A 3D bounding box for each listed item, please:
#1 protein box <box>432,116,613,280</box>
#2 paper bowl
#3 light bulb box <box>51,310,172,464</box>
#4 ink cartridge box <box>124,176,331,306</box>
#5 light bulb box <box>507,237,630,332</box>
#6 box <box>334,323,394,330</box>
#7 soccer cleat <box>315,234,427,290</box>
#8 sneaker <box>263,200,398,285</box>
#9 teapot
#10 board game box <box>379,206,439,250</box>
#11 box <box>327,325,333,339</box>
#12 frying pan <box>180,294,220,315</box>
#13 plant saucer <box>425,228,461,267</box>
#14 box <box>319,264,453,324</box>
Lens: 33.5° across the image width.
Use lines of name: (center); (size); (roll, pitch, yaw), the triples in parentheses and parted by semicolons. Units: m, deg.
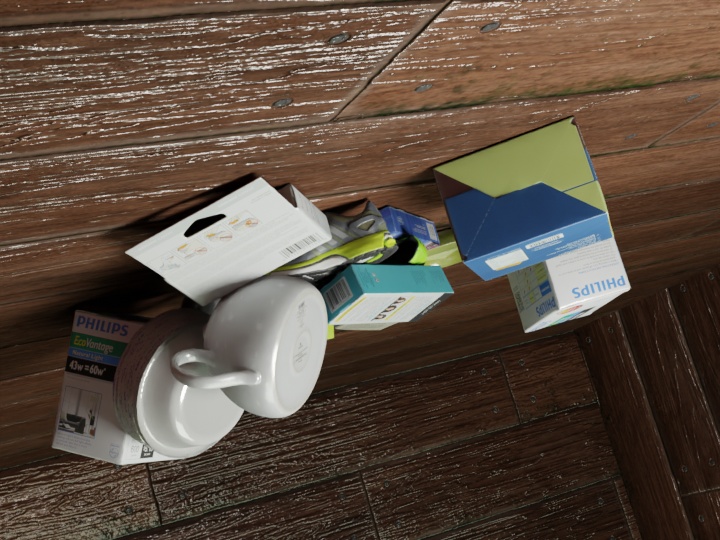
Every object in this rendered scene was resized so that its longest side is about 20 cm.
protein box: (0.225, -0.090, 1.618); (0.197, 0.136, 0.200); (-19, 169, 11)
paper bowl: (-0.233, 0.160, 1.649); (0.200, 0.202, 0.104); (-6, -162, -45)
light bulb box: (-0.338, 0.171, 1.774); (0.124, 0.202, 0.198); (9, 178, 20)
ink cartridge box: (-0.161, -0.045, 1.455); (0.199, 0.044, 0.174); (-27, 145, 16)
light bulb box: (0.308, -0.028, 1.881); (0.124, 0.202, 0.198); (-14, 169, -11)
box: (0.027, 0.048, 2.033); (0.094, 0.078, 0.200); (3, 168, -20)
soccer cleat: (0.000, 0.000, 1.716); (0.199, 0.068, 0.081); (-24, 158, 1)
sneaker: (-0.052, -0.032, 1.623); (0.198, 0.082, 0.074); (-17, 162, 2)
teapot: (-0.141, 0.093, 1.559); (0.145, 0.199, 0.200); (11, 159, 20)
board game box: (-0.004, -0.032, 1.804); (0.198, 0.044, 0.200); (-20, 168, 20)
box: (-0.131, 0.084, 1.825); (0.198, 0.048, 0.122); (-1, 180, 18)
frying pan: (-0.236, 0.048, 1.700); (0.031, 0.116, 0.190); (24, -168, 27)
plant saucer: (0.134, -0.036, 2.030); (0.198, 0.031, 0.200); (-15, 170, -3)
box: (0.036, 0.033, 1.673); (0.199, 0.049, 0.082); (1, 147, -50)
